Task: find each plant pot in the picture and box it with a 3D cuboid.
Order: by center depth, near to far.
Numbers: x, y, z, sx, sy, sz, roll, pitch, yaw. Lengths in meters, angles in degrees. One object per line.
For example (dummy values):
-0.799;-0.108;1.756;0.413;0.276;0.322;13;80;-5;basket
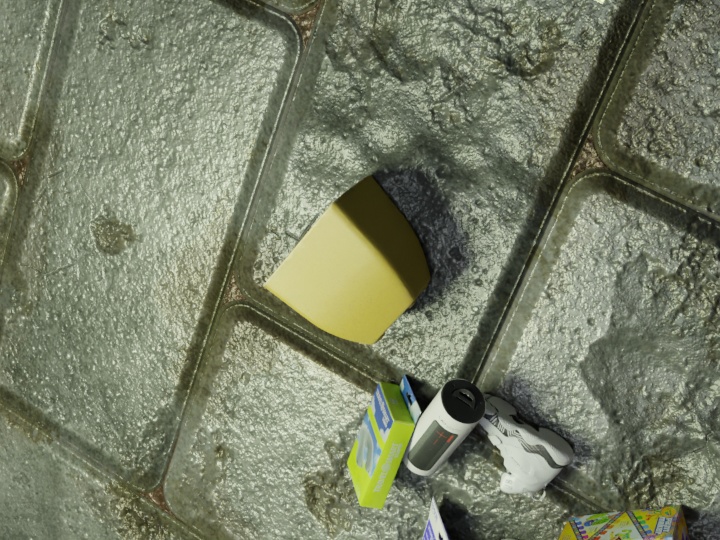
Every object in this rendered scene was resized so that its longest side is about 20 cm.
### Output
0.000;0.000;1.637;0.200;0.195;0.195;44;116;2;plant pot

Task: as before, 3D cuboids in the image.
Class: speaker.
0.134;0.259;1.649;0.081;0.081;0.201;41;142;10;speaker

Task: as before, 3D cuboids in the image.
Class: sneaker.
0.240;0.292;1.653;0.198;0.075;0.116;30;111;12;sneaker

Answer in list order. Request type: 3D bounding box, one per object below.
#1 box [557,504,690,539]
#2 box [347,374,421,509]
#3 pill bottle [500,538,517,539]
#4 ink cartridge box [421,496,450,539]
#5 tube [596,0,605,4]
0.432;0.499;1.589;0.190;0.122;0.204;-13;96;26;box
0.038;0.290;1.722;0.047;0.122;0.203;12;112;-19;box
0.237;0.521;1.634;0.109;0.200;0.113;3;103;13;pill bottle
0.135;0.523;1.697;0.043;0.199;0.203;8;111;-11;ink cartridge box
0.355;-0.493;1.436;0.058;0.051;0.203;55;131;51;tube
